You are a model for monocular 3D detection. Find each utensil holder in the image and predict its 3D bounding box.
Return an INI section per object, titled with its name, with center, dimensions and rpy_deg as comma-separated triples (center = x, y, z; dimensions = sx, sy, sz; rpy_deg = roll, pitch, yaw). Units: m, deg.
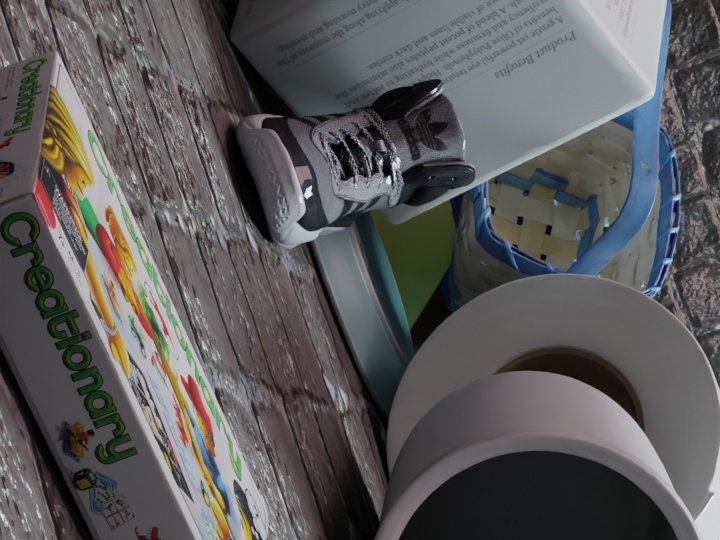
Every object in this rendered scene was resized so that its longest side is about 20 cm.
[utensil holder]
center = 0.089, 0.145, 1.470
dimensions = 0.200, 0.170, 0.170
rpy_deg = -80, 150, -80

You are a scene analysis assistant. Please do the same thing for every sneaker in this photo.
[sneaker]
center = 0.000, -0.065, 1.570
dimensions = 0.200, 0.114, 0.076
rpy_deg = -8, 78, -83

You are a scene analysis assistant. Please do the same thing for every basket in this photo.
[basket]
center = 0.139, -0.058, 1.765
dimensions = 0.200, 0.139, 0.177
rpy_deg = 121, -16, -54

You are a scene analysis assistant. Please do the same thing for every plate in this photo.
[plate]
center = 0.000, 0.000, 1.766
dimensions = 0.200, 0.026, 0.201
rpy_deg = -19, 90, -83

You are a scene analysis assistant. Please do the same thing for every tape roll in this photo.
[tape roll]
center = 0.127, 0.119, 1.699
dimensions = 0.139, 0.202, 0.203
rpy_deg = 58, 14, -65

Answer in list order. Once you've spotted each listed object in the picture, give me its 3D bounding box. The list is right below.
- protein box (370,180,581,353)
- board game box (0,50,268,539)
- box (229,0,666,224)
[protein box]
center = 0.091, 0.012, 1.986
dimensions = 0.200, 0.135, 0.199
rpy_deg = 61, 11, -53
[board game box]
center = -0.082, 0.038, 0.961
dimensions = 0.126, 0.035, 0.200
rpy_deg = -96, 165, -65
[box]
center = 0.062, -0.176, 1.705
dimensions = 0.171, 0.199, 0.200
rpy_deg = 48, 33, -25
